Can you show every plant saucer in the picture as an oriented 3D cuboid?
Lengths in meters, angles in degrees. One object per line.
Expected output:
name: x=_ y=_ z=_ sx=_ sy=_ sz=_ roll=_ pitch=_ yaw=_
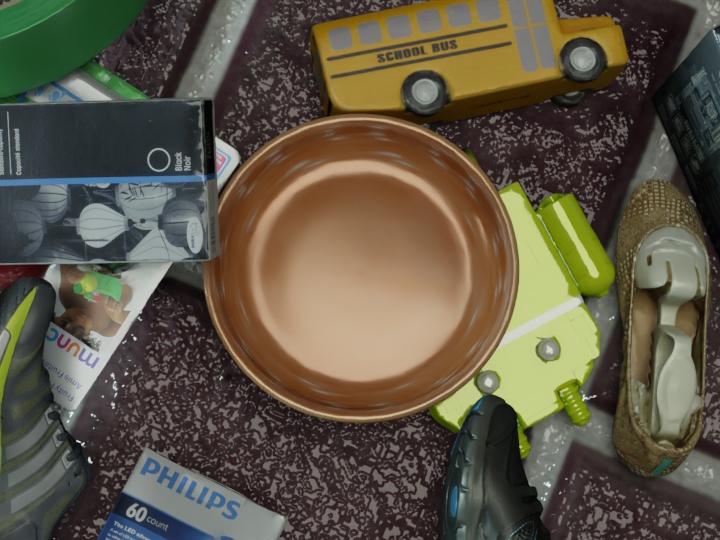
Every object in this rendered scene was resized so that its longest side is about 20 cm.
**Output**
plant saucer: x=0.000 y=0.000 z=1.120 sx=0.200 sy=0.037 sz=0.201 roll=0 pitch=76 yaw=-2

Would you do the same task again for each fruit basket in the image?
fruit basket: x=-0.205 y=-0.043 z=1.121 sx=0.185 sy=0.094 sz=0.200 roll=34 pitch=83 yaw=2

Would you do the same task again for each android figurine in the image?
android figurine: x=0.079 y=0.024 z=1.156 sx=0.182 sy=0.041 sz=0.200 roll=-26 pitch=82 yaw=-8

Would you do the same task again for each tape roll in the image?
tape roll: x=-0.228 y=-0.195 z=1.116 sx=0.200 sy=0.048 sz=0.201 roll=-8 pitch=49 yaw=10

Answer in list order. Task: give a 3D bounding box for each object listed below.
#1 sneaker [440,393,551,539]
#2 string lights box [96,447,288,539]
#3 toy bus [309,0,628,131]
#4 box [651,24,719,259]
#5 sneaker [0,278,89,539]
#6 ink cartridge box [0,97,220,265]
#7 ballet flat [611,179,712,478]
sneaker: x=0.093 y=0.176 z=1.083 sx=0.082 sy=0.073 sz=0.200 roll=3 pitch=73 yaw=-6
string lights box: x=-0.134 y=0.222 z=1.079 sx=0.103 sy=0.059 sz=0.200 roll=27 pitch=69 yaw=0
toy bus: x=0.072 y=-0.140 z=1.171 sx=0.200 sy=0.065 sz=0.078 roll=-13 pitch=80 yaw=-6
box: x=0.262 y=-0.051 z=1.122 sx=0.051 sy=0.158 sz=0.200 roll=-21 pitch=82 yaw=-7
sneaker: x=-0.207 y=0.102 z=1.090 sx=0.081 sy=0.074 sz=0.200 roll=7 pitch=105 yaw=-19
ink cartridge box: x=-0.187 y=-0.053 z=1.068 sx=0.200 sy=0.039 sz=0.100 roll=-2 pitch=97 yaw=7
ballet flat: x=0.204 y=0.034 z=1.149 sx=0.070 sy=0.065 sz=0.200 roll=3 pitch=81 yaw=-11
